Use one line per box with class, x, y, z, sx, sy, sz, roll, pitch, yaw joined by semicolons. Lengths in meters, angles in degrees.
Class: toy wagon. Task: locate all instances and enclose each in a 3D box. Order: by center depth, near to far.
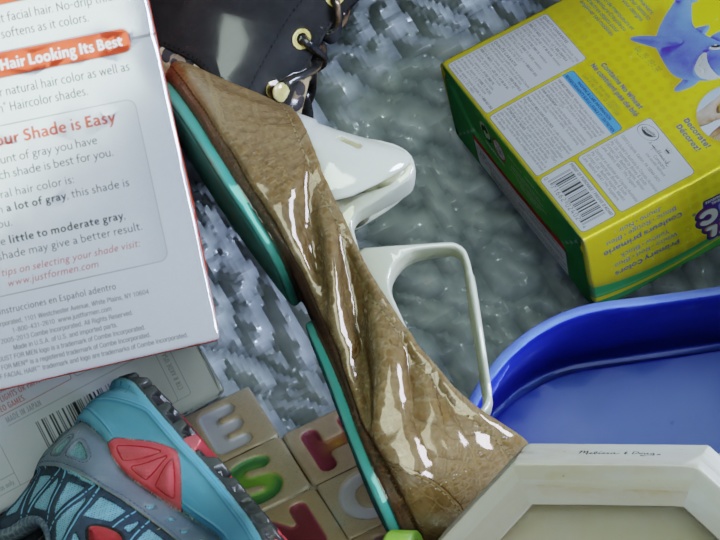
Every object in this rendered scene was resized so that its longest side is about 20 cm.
toy wagon;0.088;0.157;0.984;0.154;0.040;0.201;0;105;17

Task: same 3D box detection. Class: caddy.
caddy;0.128;0.080;1.072;0.199;0.105;0.142;-9;76;-6

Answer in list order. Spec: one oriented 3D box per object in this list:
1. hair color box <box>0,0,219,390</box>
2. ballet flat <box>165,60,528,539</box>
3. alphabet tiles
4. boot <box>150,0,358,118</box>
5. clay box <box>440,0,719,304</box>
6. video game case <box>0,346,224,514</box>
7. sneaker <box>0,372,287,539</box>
hair color box;-0.127;-0.061;1.034;0.110;0.064;0.201;-12;93;-13
ballet flat;0.000;0.000;1.041;0.072;0.068;0.200;-27;71;-5
alphabet tiles;-0.069;0.118;1.048;0.199;0.008;0.167;-26;40;-9
boot;-0.005;-0.106;1.104;0.199;0.073;0.151;23;97;2
clay box;0.145;-0.078;1.119;0.199;0.048;0.115;-27;49;-10
video game case;-0.179;0.010;1.074;0.199;0.045;0.182;-28;97;-13
sneaker;-0.063;0.121;0.994;0.095;0.200;0.079;-40;127;-5
